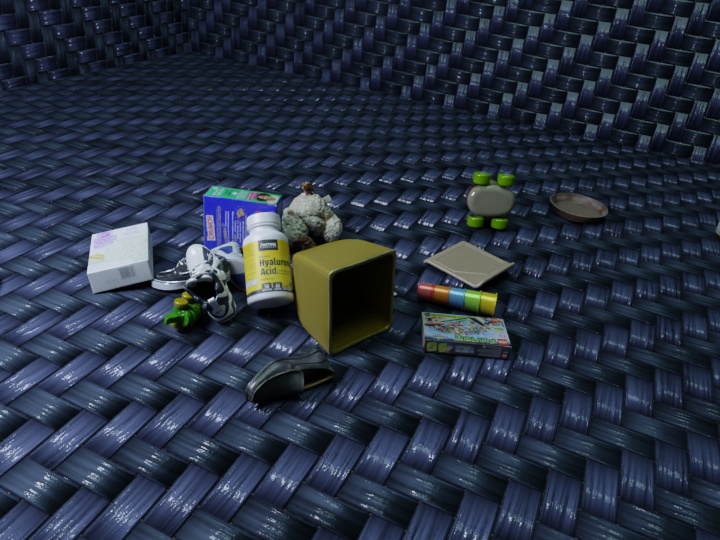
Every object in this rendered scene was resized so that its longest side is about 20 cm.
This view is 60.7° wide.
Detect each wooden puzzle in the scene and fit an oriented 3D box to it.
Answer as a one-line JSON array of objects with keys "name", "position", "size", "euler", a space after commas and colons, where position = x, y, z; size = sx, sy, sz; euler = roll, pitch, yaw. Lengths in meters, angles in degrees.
[{"name": "wooden puzzle", "position": [0.299, -0.014, 1.695], "size": [0.197, 0.038, 0.182], "euler": [25, 35, 38]}]

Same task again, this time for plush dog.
[{"name": "plush dog", "position": [-0.170, -0.134, 1.722], "size": [0.196, 0.163, 0.173], "euler": [21, 59, 29]}]

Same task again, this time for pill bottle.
[{"name": "pill bottle", "position": [-0.216, -0.023, 1.424], "size": [0.107, 0.207, 0.112], "euler": [-8, -13, -2]}]

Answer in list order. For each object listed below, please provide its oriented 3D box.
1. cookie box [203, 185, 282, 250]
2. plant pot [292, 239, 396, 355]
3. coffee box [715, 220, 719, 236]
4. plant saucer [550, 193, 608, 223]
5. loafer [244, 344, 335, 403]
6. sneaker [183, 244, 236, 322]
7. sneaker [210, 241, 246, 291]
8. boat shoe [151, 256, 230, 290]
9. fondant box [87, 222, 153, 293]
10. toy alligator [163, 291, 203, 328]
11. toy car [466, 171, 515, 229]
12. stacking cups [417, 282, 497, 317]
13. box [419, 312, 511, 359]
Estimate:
[{"name": "cookie box", "position": [-0.308, -0.118, 1.614], "size": [0.193, 0.176, 0.076], "euler": [8, 26, 3]}, {"name": "plant pot", "position": [-0.055, 0.034, 1.392], "size": [0.192, 0.200, 0.198], "euler": [-18, 32, -36]}, {"name": "coffee box", "position": [1.303, -0.159, 1.961], "size": [0.193, 0.205, 0.199], "euler": [8, 29, 3]}, {"name": "plant saucer", "position": [0.750, -0.212, 2.120], "size": [0.193, 0.035, 0.202], "euler": [4, 30, -2]}, {"name": "loafer", "position": [-0.132, 0.208, 1.189], "size": [0.072, 0.075, 0.197], "euler": [33, 40, 33]}, {"name": "sneaker", "position": [-0.348, 0.010, 1.356], "size": [0.077, 0.130, 0.204], "euler": [-22, 69, -3]}, {"name": "sneaker", "position": [-0.314, -0.023, 1.541], "size": [0.193, 0.083, 0.116], "euler": [14, 32, 16]}, {"name": "boat shoe", "position": [-0.410, 0.000, 1.469], "size": [0.193, 0.070, 0.072], "euler": [-5, 22, 9]}, {"name": "fondant box", "position": [-0.587, -0.035, 1.511], "size": [0.140, 0.060, 0.201], "euler": [-14, 33, -12]}, {"name": "toy alligator", "position": [-0.375, 0.083, 1.370], "size": [0.053, 0.061, 0.200], "euler": [19, 18, 2]}, {"name": "toy car", "position": [0.405, -0.244, 1.993], "size": [0.152, 0.170, 0.201], "euler": [3, 20, -5]}, {"name": "stacking cups", "position": [0.238, 0.063, 1.517], "size": [0.194, 0.062, 0.061], "euler": [14, 30, 12]}, {"name": "box", "position": [0.236, 0.147, 1.398], "size": [0.193, 0.036, 0.111], "euler": [5, 30, -3]}]
